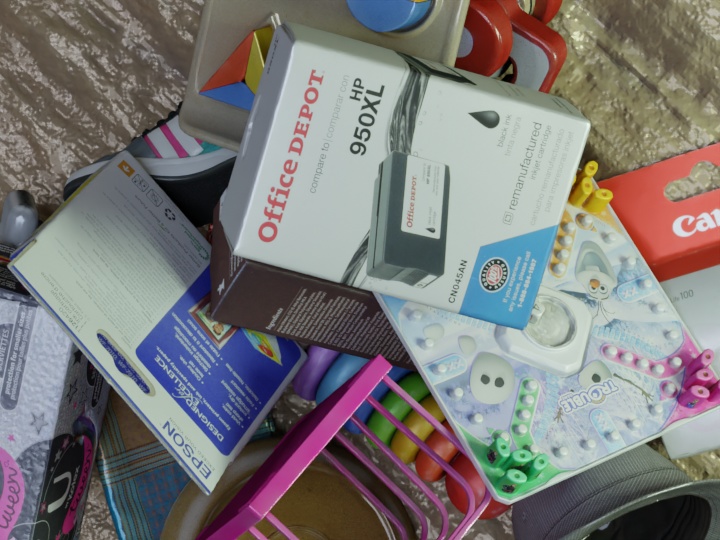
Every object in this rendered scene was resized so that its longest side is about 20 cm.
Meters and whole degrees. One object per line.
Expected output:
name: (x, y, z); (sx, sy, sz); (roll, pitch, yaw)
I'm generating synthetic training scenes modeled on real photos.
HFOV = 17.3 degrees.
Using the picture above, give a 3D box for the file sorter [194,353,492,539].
file sorter: (-0.013, 0.170, 1.606); (0.125, 0.200, 0.139); (43, 66, -1)

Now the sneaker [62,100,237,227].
sneaker: (-0.116, -0.102, 1.695); (0.200, 0.121, 0.084); (-10, 140, 20)

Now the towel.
towel: (-0.132, 0.110, 1.732); (0.022, 0.146, 0.200); (-9, 98, 59)

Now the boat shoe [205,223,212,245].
boat shoe: (-0.102, 0.026, 1.708); (0.071, 0.062, 0.200); (1, 82, 56)

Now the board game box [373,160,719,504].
board game box: (0.127, 0.035, 1.593); (0.200, 0.200, 0.026); (60, 150, 17)

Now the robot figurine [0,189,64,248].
robot figurine: (-0.250, 0.044, 1.755); (0.169, 0.113, 0.200); (10, 103, -10)

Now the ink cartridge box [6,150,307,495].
ink cartridge box: (-0.141, 0.037, 1.577); (0.047, 0.200, 0.198); (-35, 99, 32)

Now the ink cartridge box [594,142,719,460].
ink cartridge box: (0.262, 0.015, 1.642); (0.162, 0.057, 0.200); (-18, 98, 18)

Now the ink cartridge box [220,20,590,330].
ink cartridge box: (0.026, -0.060, 1.503); (0.200, 0.084, 0.145); (14, 101, -11)

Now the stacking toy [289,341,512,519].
stacking toy: (0.032, 0.103, 1.686); (0.200, 0.085, 0.085); (39, 107, 16)

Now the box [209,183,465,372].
box: (0.000, 0.000, 1.633); (0.200, 0.100, 0.075); (13, 139, -18)

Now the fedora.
fedora: (0.168, 0.170, 1.639); (0.177, 0.200, 0.090); (-19, 58, -15)

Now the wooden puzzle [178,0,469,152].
wooden puzzle: (-0.026, -0.162, 1.565); (0.185, 0.046, 0.200); (19, 104, 19)

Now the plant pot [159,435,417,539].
plant pot: (-0.048, 0.218, 1.713); (0.200, 0.027, 0.201); (3, 79, -14)

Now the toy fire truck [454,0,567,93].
toy fire truck: (0.040, -0.163, 1.656); (0.200, 0.112, 0.168); (34, 130, 9)

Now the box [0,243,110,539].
box: (-0.252, 0.096, 1.645); (0.132, 0.115, 0.200); (16, 104, 11)
